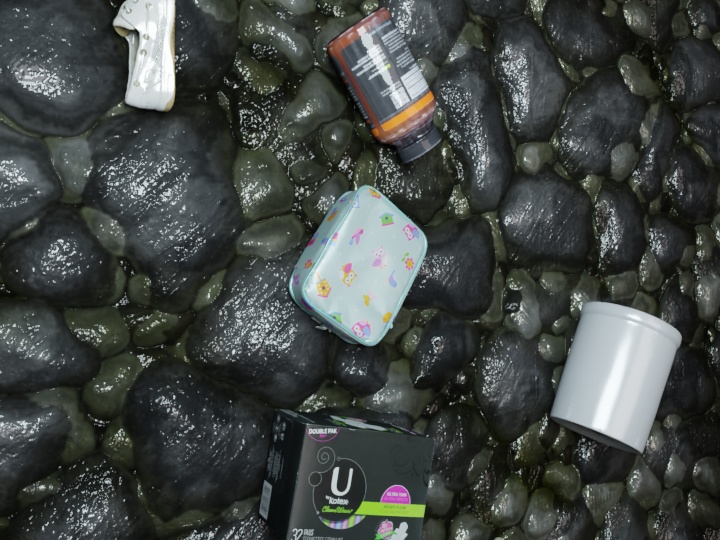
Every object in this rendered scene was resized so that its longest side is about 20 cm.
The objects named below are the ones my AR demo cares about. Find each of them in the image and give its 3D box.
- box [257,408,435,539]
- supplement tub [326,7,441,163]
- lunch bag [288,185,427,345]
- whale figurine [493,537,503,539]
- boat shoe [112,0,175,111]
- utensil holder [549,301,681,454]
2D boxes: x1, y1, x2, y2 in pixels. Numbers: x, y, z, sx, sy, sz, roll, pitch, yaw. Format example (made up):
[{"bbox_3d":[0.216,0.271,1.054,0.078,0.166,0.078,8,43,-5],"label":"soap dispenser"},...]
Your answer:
[{"bbox_3d":[-0.019,0.280,0.903,0.196,0.124,0.153,12,83,-26],"label":"box"},{"bbox_3d":[0.041,-0.260,0.961,0.106,0.106,0.203,-37,106,-23],"label":"supplement tub"},{"bbox_3d":[0.000,0.000,0.948,0.159,0.077,0.203,37,72,-23],"label":"lunch bag"},{"bbox_3d":[0.244,0.536,1.058,0.203,0.103,0.158,59,25,5],"label":"whale figurine"},{"bbox_3d":[-0.266,-0.301,0.816,0.068,0.070,0.206,-3,91,-29],"label":"boat shoe"},{"bbox_3d":[0.424,0.181,1.121,0.168,0.169,0.204,27,78,-24],"label":"utensil holder"}]
